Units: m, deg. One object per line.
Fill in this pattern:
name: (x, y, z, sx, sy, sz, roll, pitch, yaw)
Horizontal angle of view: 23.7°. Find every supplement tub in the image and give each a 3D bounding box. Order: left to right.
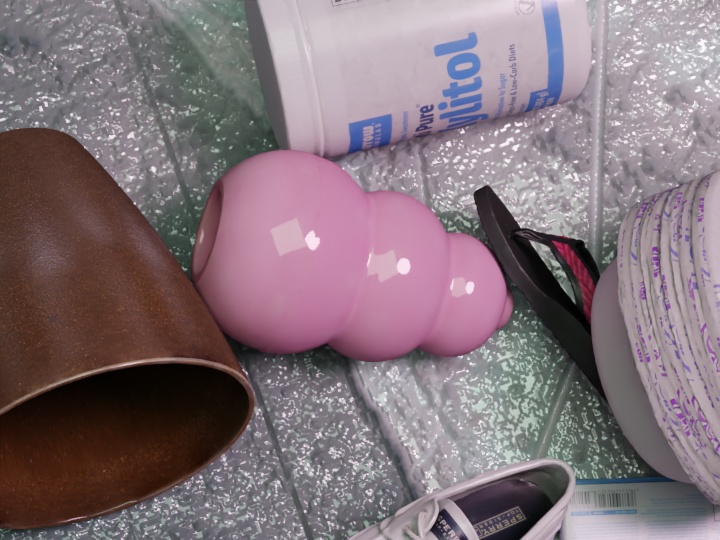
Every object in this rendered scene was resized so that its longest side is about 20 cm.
supplement tub: (0.035, -0.151, 1.093, 0.199, 0.132, 0.132, -15, 76, -6)

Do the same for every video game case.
video game case: (0.198, 0.228, 1.058, 0.143, 0.018, 0.201, -1, 75, -4)

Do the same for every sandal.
sandal: (0.142, 0.023, 1.080, 0.045, 0.075, 0.200, -38, 86, 17)

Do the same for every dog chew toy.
dog chew toy: (0.000, 0.000, 1.058, 0.199, 0.125, 0.125, 14, 74, -16)

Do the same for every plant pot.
plant pot: (-0.183, 0.021, 1.024, 0.186, 0.187, 0.200, -19, 62, -8)

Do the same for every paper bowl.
paper bowl: (0.212, 0.047, 1.029, 0.104, 0.200, 0.201, -22, 73, 32)

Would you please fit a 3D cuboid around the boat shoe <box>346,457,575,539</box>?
boat shoe: (0.044, 0.160, 1.008, 0.200, 0.065, 0.074, -27, 66, -34)
